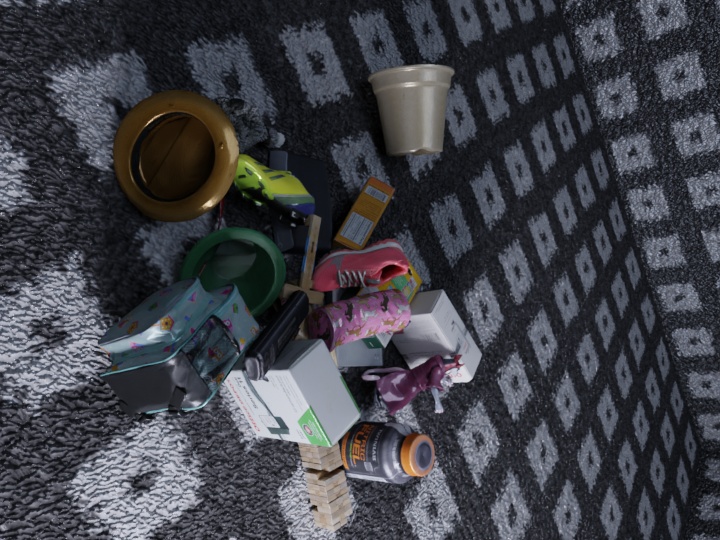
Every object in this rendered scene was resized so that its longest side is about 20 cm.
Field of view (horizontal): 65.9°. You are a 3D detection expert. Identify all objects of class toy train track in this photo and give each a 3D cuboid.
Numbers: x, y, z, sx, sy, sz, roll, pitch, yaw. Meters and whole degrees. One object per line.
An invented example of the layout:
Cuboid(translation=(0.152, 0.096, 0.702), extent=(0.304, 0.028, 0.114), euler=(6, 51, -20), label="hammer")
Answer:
Cuboid(translation=(-0.104, 0.000, 0.982), extent=(0.115, 0.033, 0.200), euler=(21, 77, -58), label="toy train track")

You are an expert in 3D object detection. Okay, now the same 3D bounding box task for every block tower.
Cuboid(translation=(-0.068, 0.361, 1.015), extent=(0.054, 0.058, 0.200), euler=(-12, 92, -48), label="block tower")

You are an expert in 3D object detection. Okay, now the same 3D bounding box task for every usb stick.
Cuboid(translation=(-0.124, 0.094, 0.853), extent=(0.200, 0.033, 0.056), euler=(-59, 154, -60), label="usb stick")

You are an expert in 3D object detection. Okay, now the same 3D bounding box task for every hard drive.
Cuboid(translation=(-0.013, 0.097, 1.147), extent=(0.140, 0.033, 0.200), euler=(9, 75, -45), label="hard drive")
Cuboid(translation=(-0.112, -0.131, 1.084), extent=(0.135, 0.042, 0.200), euler=(3, 79, -46), label="hard drive")

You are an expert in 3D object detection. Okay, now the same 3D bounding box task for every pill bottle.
Cuboid(translation=(0.038, 0.333, 1.025), extent=(0.106, 0.200, 0.106), euler=(13, 71, -45), label="pill bottle")

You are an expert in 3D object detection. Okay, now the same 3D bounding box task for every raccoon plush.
Cuboid(translation=(-0.204, -0.212, 0.973), extent=(0.200, 0.097, 0.134), euler=(14, 77, -45), label="raccoon plush")

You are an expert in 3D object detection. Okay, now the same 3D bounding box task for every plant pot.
Cuboid(translation=(0.121, -0.364, 1.297), extent=(0.200, 0.200, 0.184), euler=(-12, 102, -47), label="plant pot")

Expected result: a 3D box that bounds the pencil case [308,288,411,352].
Cuboid(translation=(0.000, 0.090, 1.013), extent=(0.200, 0.083, 0.087), euler=(-10, 79, -40), label="pencil case")

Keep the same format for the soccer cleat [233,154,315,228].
Cuboid(translation=(-0.151, -0.148, 0.962), extent=(0.200, 0.065, 0.084), euler=(37, 54, -46), label="soccer cleat")

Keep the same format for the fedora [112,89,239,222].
Cuboid(translation=(-0.275, -0.173, 0.857), extent=(0.082, 0.200, 0.201), euler=(-67, 140, -81), label="fedora")

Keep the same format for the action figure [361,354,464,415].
Cuboid(translation=(0.123, 0.221, 1.164), extent=(0.149, 0.200, 0.134), euler=(57, 6, -2), label="action figure")

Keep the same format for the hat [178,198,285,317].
Cuboid(translation=(-0.223, -0.033, 0.959), extent=(0.166, 0.176, 0.200), euler=(30, 102, -30), label="hat")

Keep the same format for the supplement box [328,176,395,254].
Cuboid(translation=(0.003, -0.105, 1.169), extent=(0.069, 0.067, 0.200), euler=(30, 56, 1), label="supplement box")

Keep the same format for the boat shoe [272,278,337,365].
Cuboid(translation=(-0.108, 0.118, 1.020), extent=(0.065, 0.071, 0.200), euler=(-26, 91, -42), label="boat shoe")

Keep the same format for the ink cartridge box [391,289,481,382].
Cuboid(translation=(0.155, 0.150, 1.231), extent=(0.200, 0.146, 0.083), euler=(57, 45, -23), label="ink cartridge box")

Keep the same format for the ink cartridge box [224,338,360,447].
Cuboid(translation=(-0.118, 0.194, 0.892), extent=(0.083, 0.200, 0.147), euler=(-40, 110, -41), label="ink cartridge box")

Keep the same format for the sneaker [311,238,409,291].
Cuboid(translation=(0.000, 0.000, 1.057), extent=(0.200, 0.087, 0.074), euler=(-19, 129, -12), label="sneaker")

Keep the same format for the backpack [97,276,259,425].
Cuboid(translation=(-0.249, 0.097, 0.791), extent=(0.153, 0.176, 0.200), euler=(63, 32, -11), label="backpack")

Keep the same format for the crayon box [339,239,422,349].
Cuboid(translation=(0.043, 0.048, 1.156), extent=(0.126, 0.052, 0.200), euler=(54, 48, -24), label="crayon box")
